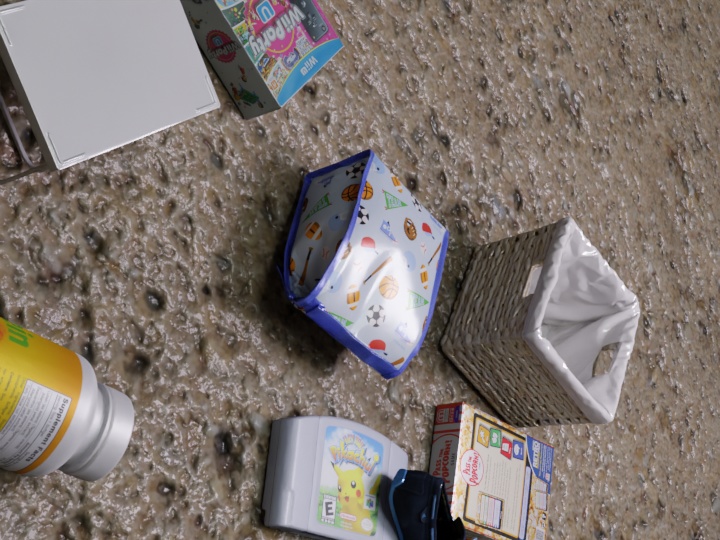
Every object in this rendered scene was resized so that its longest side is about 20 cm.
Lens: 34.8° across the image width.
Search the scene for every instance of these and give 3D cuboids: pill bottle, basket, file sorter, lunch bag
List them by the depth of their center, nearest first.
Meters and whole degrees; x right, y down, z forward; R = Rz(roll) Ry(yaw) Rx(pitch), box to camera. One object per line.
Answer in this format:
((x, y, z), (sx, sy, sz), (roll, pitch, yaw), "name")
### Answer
((-0.290, 0.104, 0.949), (0.200, 0.111, 0.112), (33, 57, -38), "pill bottle")
((-0.258, -0.174, 1.048), (0.200, 0.124, 0.139), (-32, 105, -47), "file sorter")
((0.000, 0.000, 1.290), (0.170, 0.123, 0.201), (40, 45, -35), "lunch bag")
((0.239, 0.076, 1.501), (0.200, 0.160, 0.199), (46, 50, -29), "basket")

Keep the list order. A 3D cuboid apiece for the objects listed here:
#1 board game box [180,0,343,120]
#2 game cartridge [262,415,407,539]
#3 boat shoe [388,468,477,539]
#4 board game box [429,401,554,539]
((-0.123, -0.292, 1.275), (0.200, 0.064, 0.148), (58, 45, -21), "board game box")
((-0.021, 0.233, 1.269), (0.200, 0.040, 0.134), (25, 59, -42), "game cartridge")
((0.087, 0.310, 1.310), (0.084, 0.068, 0.200), (-70, 148, -40), "boat shoe")
((0.167, 0.269, 1.456), (0.200, 0.046, 0.152), (30, 59, -39), "board game box")
